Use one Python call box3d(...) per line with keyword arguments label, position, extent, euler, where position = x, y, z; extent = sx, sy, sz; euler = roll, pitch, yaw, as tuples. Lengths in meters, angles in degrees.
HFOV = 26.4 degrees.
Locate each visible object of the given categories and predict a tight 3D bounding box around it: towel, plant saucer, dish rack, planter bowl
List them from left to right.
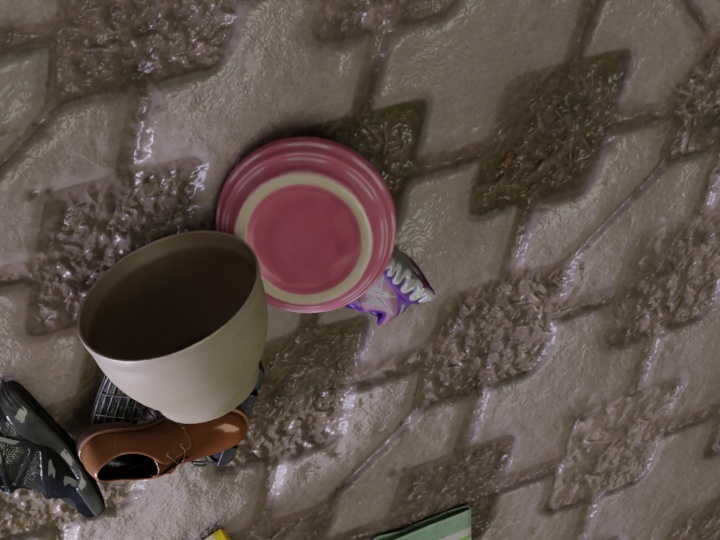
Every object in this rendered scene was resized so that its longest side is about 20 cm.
box3d(label="dish rack", position=(-0.213, 0.152, 1.752), extent=(0.198, 0.055, 0.155), euler=(8, 115, -31))
box3d(label="planter bowl", position=(-0.181, 0.074, 1.613), extent=(0.199, 0.200, 0.136), euler=(-27, 127, -10))
box3d(label="plant saucer", position=(-0.060, -0.042, 1.651), extent=(0.198, 0.051, 0.203), euler=(1, 113, 2))
box3d(label="towel", position=(0.085, 0.424, 2.119), extent=(0.151, 0.023, 0.202), euler=(-17, 126, -20))

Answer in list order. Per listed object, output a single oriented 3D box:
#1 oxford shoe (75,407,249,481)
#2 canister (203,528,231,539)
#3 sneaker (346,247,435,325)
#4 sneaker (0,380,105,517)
box3d(label="oxford shoe", position=(-0.212, 0.201, 1.705), extent=(0.198, 0.071, 0.072), euler=(-12, 123, -21))
box3d(label="canister", position=(-0.221, 0.428, 1.909), extent=(0.199, 0.087, 0.149), euler=(-33, 131, -8))
box3d(label="sneaker", position=(0.000, 0.000, 1.756), extent=(0.088, 0.081, 0.200), euler=(-40, 132, 11))
box3d(label="sneaker", position=(-0.369, 0.220, 1.696), extent=(0.114, 0.076, 0.200), euler=(-36, 128, -1))
